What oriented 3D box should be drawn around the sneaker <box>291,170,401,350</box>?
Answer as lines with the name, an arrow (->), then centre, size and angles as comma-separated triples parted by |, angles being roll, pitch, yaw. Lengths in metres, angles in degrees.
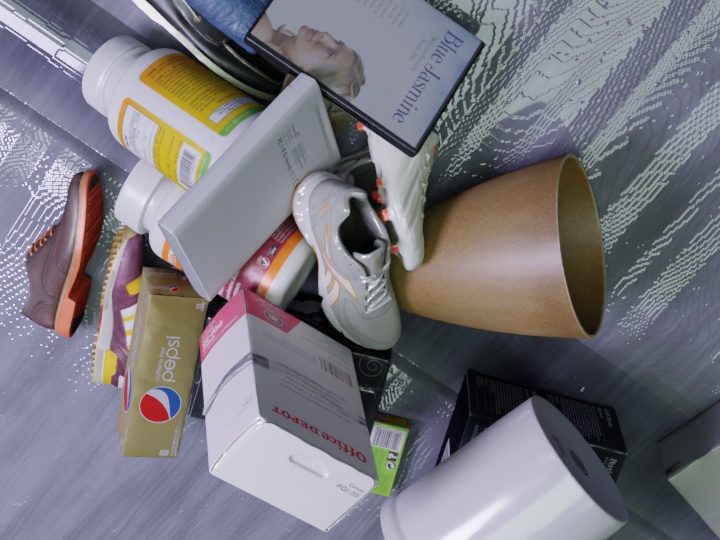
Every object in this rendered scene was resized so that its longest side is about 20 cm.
sneaker -> 0.000, 0.000, 1.234 | 0.076, 0.092, 0.201 | -35, 117, -22

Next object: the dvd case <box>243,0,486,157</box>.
dvd case -> 0.006, -0.221, 1.208 | 0.200, 0.018, 0.143 | 34, 72, -6

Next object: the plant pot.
plant pot -> 0.134, -0.014, 1.289 | 0.199, 0.186, 0.187 | -7, 113, 23

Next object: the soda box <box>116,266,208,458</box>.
soda box -> -0.214, 0.100, 1.340 | 0.064, 0.068, 0.201 | 5, 115, -20

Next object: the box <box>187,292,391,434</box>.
box -> -0.074, 0.104, 1.372 | 0.199, 0.115, 0.133 | 14, 115, -2

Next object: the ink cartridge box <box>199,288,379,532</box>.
ink cartridge box -> -0.073, 0.131, 1.195 | 0.146, 0.200, 0.083 | 33, 113, -27

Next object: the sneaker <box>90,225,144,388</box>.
sneaker -> -0.243, 0.042, 1.383 | 0.090, 0.075, 0.201 | 9, 120, -10

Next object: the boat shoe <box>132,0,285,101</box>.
boat shoe -> -0.148, -0.248, 1.249 | 0.200, 0.072, 0.068 | 42, 109, -11

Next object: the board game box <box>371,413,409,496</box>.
board game box -> -0.050, 0.198, 1.457 | 0.199, 0.030, 0.096 | 13, 113, -5

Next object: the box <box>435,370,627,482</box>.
box -> 0.181, 0.242, 1.421 | 0.181, 0.104, 0.201 | 14, 113, -4

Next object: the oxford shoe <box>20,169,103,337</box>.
oxford shoe -> -0.328, -0.022, 1.357 | 0.072, 0.071, 0.201 | 18, 113, 1

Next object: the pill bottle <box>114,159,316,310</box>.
pill bottle -> -0.149, -0.040, 1.301 | 0.200, 0.110, 0.110 | 32, 112, 6

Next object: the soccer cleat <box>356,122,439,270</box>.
soccer cleat -> 0.046, -0.102, 1.236 | 0.077, 0.069, 0.201 | -12, 91, -8

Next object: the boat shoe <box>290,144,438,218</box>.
boat shoe -> -0.007, -0.084, 1.311 | 0.200, 0.069, 0.071 | -34, 111, 17

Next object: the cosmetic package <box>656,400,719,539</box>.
cosmetic package -> 0.441, 0.255, 1.425 | 0.107, 0.090, 0.200 | -36, 104, 17

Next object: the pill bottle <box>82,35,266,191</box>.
pill bottle -> -0.178, -0.151, 1.238 | 0.200, 0.111, 0.111 | 35, 114, 21

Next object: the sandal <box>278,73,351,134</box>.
sandal -> -0.029, -0.223, 1.268 | 0.080, 0.054, 0.201 | 16, 98, -10

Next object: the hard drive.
hard drive -> -0.101, -0.078, 1.190 | 0.027, 0.132, 0.200 | 33, 71, 25

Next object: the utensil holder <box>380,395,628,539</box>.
utensil holder -> 0.149, 0.250, 1.282 | 0.200, 0.170, 0.170 | -39, 106, 14

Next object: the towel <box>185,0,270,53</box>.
towel -> -0.147, -0.309, 1.204 | 0.200, 0.112, 0.048 | 39, 155, -16
